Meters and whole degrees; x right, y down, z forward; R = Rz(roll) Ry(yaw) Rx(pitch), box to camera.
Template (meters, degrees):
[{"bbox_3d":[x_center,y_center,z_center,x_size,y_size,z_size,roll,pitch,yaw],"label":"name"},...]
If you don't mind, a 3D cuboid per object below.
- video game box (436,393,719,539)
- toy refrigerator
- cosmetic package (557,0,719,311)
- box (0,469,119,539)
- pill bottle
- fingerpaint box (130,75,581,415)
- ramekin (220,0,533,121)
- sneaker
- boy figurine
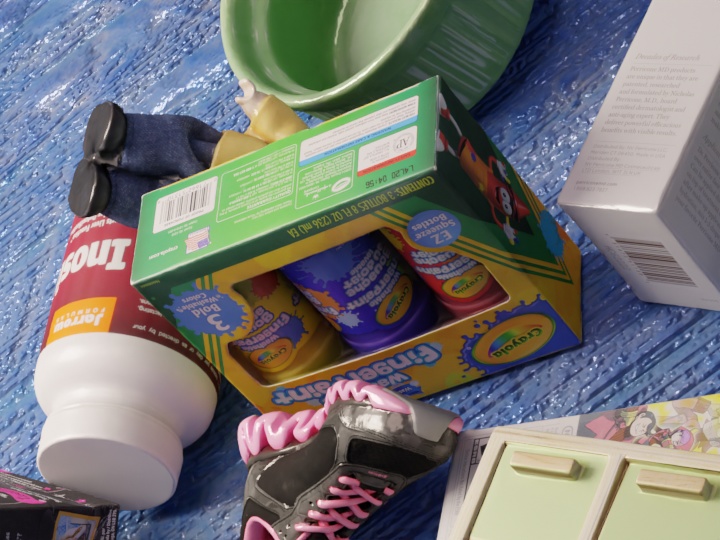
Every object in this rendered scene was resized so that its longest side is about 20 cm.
[{"bbox_3d":[0.118,0.163,1.221,0.181,0.047,0.201,-13,50,34],"label":"video game box"},{"bbox_3d":[0.143,0.129,1.144,0.199,0.070,0.076,5,61,40],"label":"toy refrigerator"},{"bbox_3d":[0.195,-0.089,1.324,0.071,0.101,0.201,7,61,43],"label":"cosmetic package"},{"bbox_3d":[-0.253,0.183,1.422,0.199,0.114,0.133,10,94,44],"label":"box"},{"bbox_3d":[-0.135,0.038,1.479,0.112,0.113,0.201,-14,49,30],"label":"pill bottle"},{"bbox_3d":[0.000,0.000,1.359,0.199,0.167,0.074,-19,45,25],"label":"fingerpaint box"},{"bbox_3d":[0.016,-0.178,1.517,0.199,0.097,0.201,-21,56,36],"label":"ramekin"},{"bbox_3d":[-0.011,0.119,1.319,0.200,0.079,0.096,-28,44,59],"label":"sneaker"},{"bbox_3d":[-0.067,-0.050,1.443,0.064,0.199,0.125,-166,88,-70],"label":"boy figurine"}]
